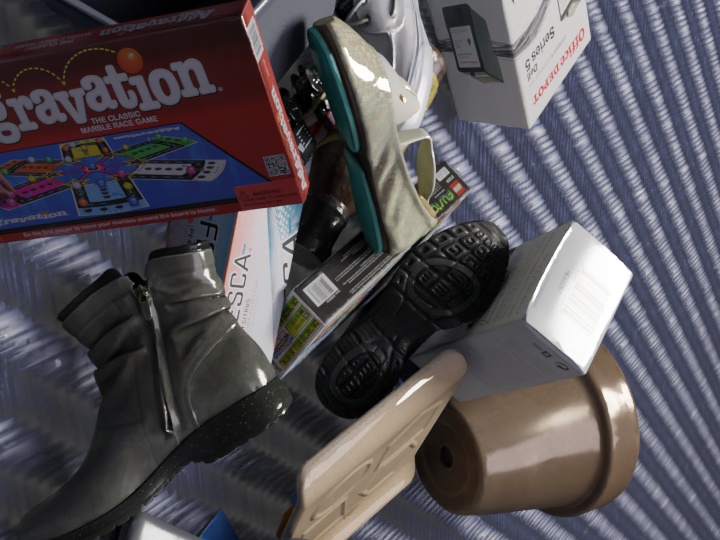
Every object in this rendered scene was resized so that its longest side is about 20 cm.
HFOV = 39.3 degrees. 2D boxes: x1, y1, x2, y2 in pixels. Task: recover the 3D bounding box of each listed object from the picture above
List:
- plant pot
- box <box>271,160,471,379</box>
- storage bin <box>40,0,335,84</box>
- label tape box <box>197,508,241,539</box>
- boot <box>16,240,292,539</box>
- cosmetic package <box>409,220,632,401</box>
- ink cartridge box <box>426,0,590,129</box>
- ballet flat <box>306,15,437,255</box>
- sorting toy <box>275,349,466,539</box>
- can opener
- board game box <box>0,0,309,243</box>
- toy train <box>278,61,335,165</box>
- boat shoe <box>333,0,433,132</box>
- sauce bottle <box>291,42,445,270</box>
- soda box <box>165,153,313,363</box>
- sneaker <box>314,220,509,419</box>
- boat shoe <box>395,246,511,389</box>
[{"bbox_3d":[0.149,0.162,1.006,0.172,0.199,0.204,-11,112,-34],"label":"plant pot"},{"bbox_3d":[0.000,0.000,0.791,0.200,0.035,0.110,-42,175,-39],"label":"box"},{"bbox_3d":[-0.092,-0.168,0.587,0.201,0.144,0.135,-55,168,-27],"label":"storage bin"},{"bbox_3d":[-0.098,0.312,0.791,0.145,0.062,0.202,-50,138,-33],"label":"label tape box"},{"bbox_3d":[-0.150,0.076,0.624,0.198,0.068,0.132,-33,93,1],"label":"boot"},{"bbox_3d":[0.126,0.040,0.841,0.074,0.199,0.102,39,64,-12],"label":"cosmetic package"},{"bbox_3d":[0.130,-0.252,0.898,0.146,0.083,0.202,-53,139,-30],"label":"ink cartridge box"},{"bbox_3d":[0.014,-0.094,0.671,0.062,0.068,0.202,-25,140,-8],"label":"ballet flat"},{"bbox_3d":[-0.002,0.164,0.834,0.184,0.036,0.201,-35,156,-32],"label":"sorting toy"},{"bbox_3d":[-0.092,0.209,0.728,0.199,0.053,0.068,35,50,-31],"label":"can opener"},{"bbox_3d":[-0.133,-0.067,0.501,0.020,0.196,0.104,-78,156,-50],"label":"board game box"},{"bbox_3d":[-0.036,-0.108,0.686,0.046,0.034,0.201,55,21,-16],"label":"toy train"},{"bbox_3d":[0.005,-0.186,0.741,0.066,0.073,0.204,20,58,-39],"label":"boat shoe"},{"bbox_3d":[0.000,-0.094,0.786,0.202,0.064,0.065,-61,143,-21],"label":"sauce bottle"},{"bbox_3d":[-0.093,0.008,0.691,0.068,0.063,0.204,6,97,-55],"label":"soda box"},{"bbox_3d":[0.038,0.031,0.831,0.199,0.091,0.076,-41,98,5],"label":"sneaker"},{"bbox_3d":[0.108,0.055,0.989,0.201,0.068,0.085,-56,141,-26],"label":"boat shoe"}]
